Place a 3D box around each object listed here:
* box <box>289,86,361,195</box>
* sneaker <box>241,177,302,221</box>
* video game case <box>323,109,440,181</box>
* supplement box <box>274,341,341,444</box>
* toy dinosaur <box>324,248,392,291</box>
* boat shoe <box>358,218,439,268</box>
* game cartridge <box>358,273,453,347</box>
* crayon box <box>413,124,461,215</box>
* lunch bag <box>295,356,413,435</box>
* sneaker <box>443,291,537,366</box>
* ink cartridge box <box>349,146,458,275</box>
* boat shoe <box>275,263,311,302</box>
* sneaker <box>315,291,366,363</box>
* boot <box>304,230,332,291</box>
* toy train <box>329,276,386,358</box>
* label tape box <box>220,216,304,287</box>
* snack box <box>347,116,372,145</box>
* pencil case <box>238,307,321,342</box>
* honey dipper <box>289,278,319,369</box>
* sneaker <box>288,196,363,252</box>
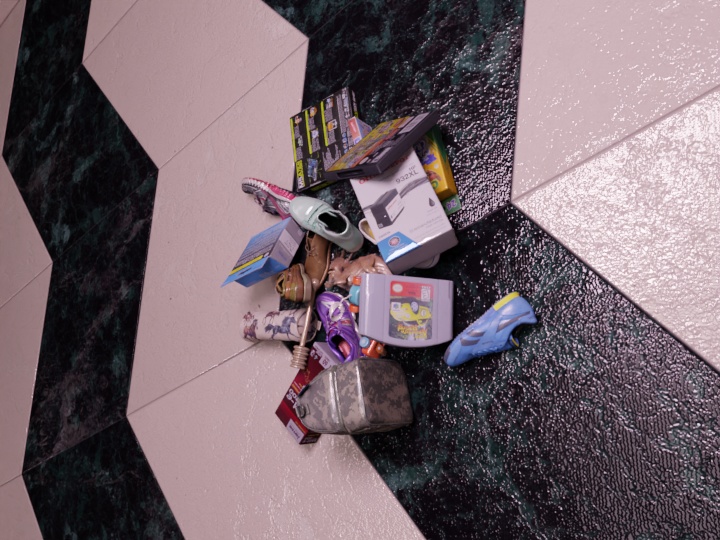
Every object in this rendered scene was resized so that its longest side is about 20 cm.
[{"bbox_3d":[-0.081,-0.308,1.412,0.190,0.047,0.205,-19,72,35],"label":"box"},{"bbox_3d":[-0.235,-0.183,1.483,0.198,0.080,0.076,25,99,36],"label":"sneaker"},{"bbox_3d":[0.041,-0.251,1.190,0.200,0.026,0.179,-46,28,-27],"label":"video game case"},{"bbox_3d":[-0.102,0.276,1.321,0.108,0.060,0.203,39,106,35],"label":"supplement box"},{"bbox_3d":[0.000,0.000,1.286,0.195,0.087,0.137,-11,40,18],"label":"toy dinosaur"},{"bbox_3d":[0.070,-0.064,1.229,0.201,0.085,0.076,35,114,35],"label":"boat shoe"},{"bbox_3d":[0.092,0.080,1.139,0.041,0.195,0.137,171,103,-70],"label":"game cartridge"},{"bbox_3d":[0.126,-0.203,1.239,0.124,0.051,0.205,-24,69,31],"label":"crayon box"},{"bbox_3d":[-0.013,0.260,1.174,0.165,0.198,0.142,-25,68,28],"label":"lunch bag"},{"bbox_3d":[0.240,0.129,1.093,0.200,0.065,0.079,-44,64,22],"label":"sneaker"},{"bbox_3d":[0.083,-0.118,1.149,0.143,0.084,0.203,-26,66,8],"label":"ink cartridge box"},{"bbox_3d":[-0.162,0.024,1.343,0.200,0.066,0.074,-157,69,-73],"label":"boat shoe"},{"bbox_3d":[-0.048,0.126,1.292,0.081,0.083,0.202,-46,57,20],"label":"sneaker"},{"bbox_3d":[-0.108,-0.044,1.371,0.073,0.075,0.205,20,95,34],"label":"boot"},{"bbox_3d":[0.024,0.102,1.194,0.055,0.201,0.152,21,69,41],"label":"toy train"},{"bbox_3d":[-0.229,-0.024,1.394,0.142,0.064,0.202,-23,29,31],"label":"label tape box"},{"bbox_3d":[0.024,-0.243,1.308,0.024,0.071,0.204,-27,67,29],"label":"snack box"},{"bbox_3d":[-0.192,0.132,1.396,0.196,0.089,0.080,-5,88,33],"label":"pencil case"},{"bbox_3d":[-0.118,0.118,1.315,0.037,0.038,0.205,5,77,36],"label":"honey dipper"},{"bbox_3d":[-0.086,-0.121,1.263,0.198,0.118,0.075,31,83,22],"label":"sneaker"}]
